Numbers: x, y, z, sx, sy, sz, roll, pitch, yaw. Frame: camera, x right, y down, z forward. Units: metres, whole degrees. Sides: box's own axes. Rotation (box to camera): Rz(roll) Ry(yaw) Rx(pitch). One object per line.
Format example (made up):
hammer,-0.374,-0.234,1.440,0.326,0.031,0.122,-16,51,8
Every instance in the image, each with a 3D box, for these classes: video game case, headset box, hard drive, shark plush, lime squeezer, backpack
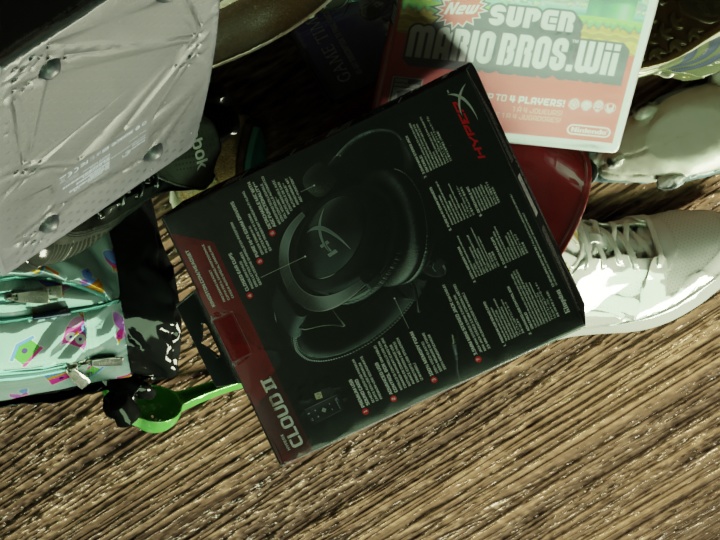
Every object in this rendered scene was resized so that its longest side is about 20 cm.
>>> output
video game case,0.092,-0.159,1.314,0.142,0.017,0.201,5,120,-13
headset box,0.000,0.000,1.310,0.199,0.149,0.077,-26,-175,9
hard drive,-0.128,-0.084,1.138,0.135,0.042,0.200,-36,164,-21
shark plush,0.198,-0.071,1.558,0.199,0.091,0.083,-29,178,4
lime squeezer,-0.140,0.073,1.607,0.071,0.038,0.200,-39,143,27
backpack,-0.210,0.002,1.372,0.199,0.167,0.127,-6,127,-15
video game case,0.049,-0.174,1.359,0.199,0.019,0.143,-24,148,6

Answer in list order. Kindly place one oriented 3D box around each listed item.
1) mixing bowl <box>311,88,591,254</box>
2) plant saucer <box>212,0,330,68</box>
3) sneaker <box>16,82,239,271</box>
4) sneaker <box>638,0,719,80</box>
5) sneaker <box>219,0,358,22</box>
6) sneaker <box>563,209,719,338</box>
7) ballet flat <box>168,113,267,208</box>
mixing bowl,0.024,-0.036,1.425,0.200,0.200,0.108,-36,113,24
plant saucer,-0.086,-0.155,1.161,0.199,0.032,0.200,-16,155,-8
sneaker,-0.123,-0.059,1.292,0.090,0.067,0.200,-10,-162,25
sneaker,0.176,-0.135,1.429,0.199,0.067,0.090,-21,158,-16
sneaker,-0.041,-0.151,1.269,0.080,0.071,0.200,41,119,-16
sneaker,0.153,-0.010,1.613,0.199,0.074,0.116,-18,151,-1
ballet flat,-0.077,-0.028,1.474,0.070,0.071,0.200,-19,148,-2
